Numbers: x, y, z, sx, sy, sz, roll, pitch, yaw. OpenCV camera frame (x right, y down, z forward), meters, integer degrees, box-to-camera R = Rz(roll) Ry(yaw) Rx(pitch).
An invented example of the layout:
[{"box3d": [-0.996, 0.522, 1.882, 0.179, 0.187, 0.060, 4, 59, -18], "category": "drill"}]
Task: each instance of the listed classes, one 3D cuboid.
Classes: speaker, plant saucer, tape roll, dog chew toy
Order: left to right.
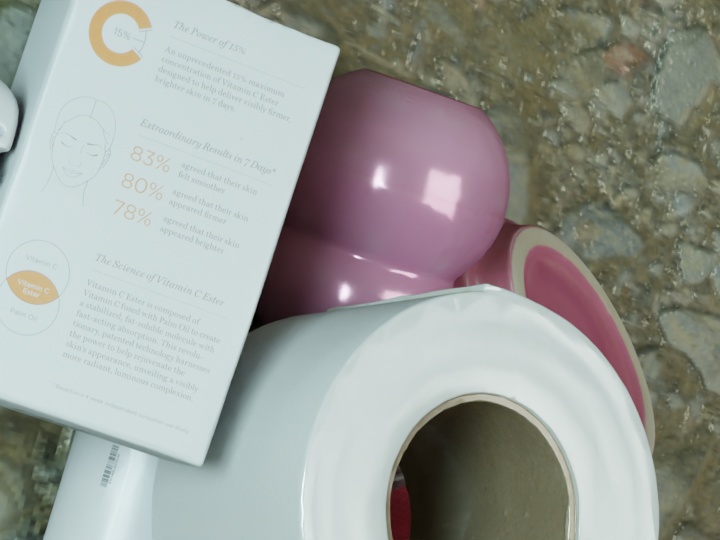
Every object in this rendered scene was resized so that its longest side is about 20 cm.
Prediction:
[{"box3d": [-0.127, 0.177, 1.262, 0.081, 0.081, 0.201, 22, 83, -52], "category": "speaker"}, {"box3d": [0.000, 0.000, 1.350, 0.124, 0.124, 0.201, 13, 99, -52], "category": "dog chew toy"}, {"box3d": [0.021, 0.114, 1.218, 0.202, 0.139, 0.204, 5, 82, -33], "category": "tape roll"}, {"box3d": [0.107, 0.053, 1.463, 0.201, 0.051, 0.201, 45, 30, -35], "category": "plant saucer"}]

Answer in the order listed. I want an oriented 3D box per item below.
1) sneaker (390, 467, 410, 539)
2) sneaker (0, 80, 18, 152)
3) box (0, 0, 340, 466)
[{"box3d": [0.027, 0.089, 1.432, 0.087, 0.074, 0.200, 59, 33, -27], "category": "sneaker"}, {"box3d": [-0.224, -0.013, 1.096, 0.088, 0.080, 0.201, 37, 66, -43], "category": "sneaker"}, {"box3d": [-0.107, -0.026, 1.176, 0.124, 0.097, 0.201, 20, 83, -16], "category": "box"}]
